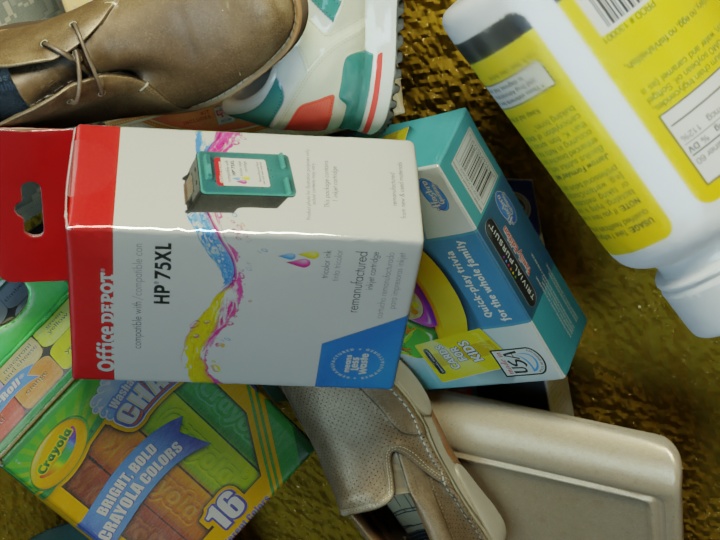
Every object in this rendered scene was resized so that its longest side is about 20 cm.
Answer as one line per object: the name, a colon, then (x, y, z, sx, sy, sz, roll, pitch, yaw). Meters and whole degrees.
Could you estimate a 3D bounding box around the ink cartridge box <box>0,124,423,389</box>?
ink cartridge box: (-0.077, -0.005, 0.753, 0.199, 0.067, 0.116, 2, 140, -6)

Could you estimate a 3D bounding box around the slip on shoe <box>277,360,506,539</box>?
slip on shoe: (0.008, 0.109, 0.882, 0.076, 0.061, 0.200, -15, 119, 39)

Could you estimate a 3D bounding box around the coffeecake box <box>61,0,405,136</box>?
coffeecake box: (-0.076, -0.163, 0.815, 0.153, 0.073, 0.201, -15, 113, 5)

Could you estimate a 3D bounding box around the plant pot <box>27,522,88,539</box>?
plant pot: (-0.181, 0.261, 1.123, 0.200, 0.142, 0.141, -2, 138, 44)

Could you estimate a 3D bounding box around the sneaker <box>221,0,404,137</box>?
sneaker: (-0.029, -0.156, 0.741, 0.093, 0.070, 0.200, -3, 116, -9)

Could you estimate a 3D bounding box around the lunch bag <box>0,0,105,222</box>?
lunch bag: (-0.203, -0.122, 0.873, 0.117, 0.200, 0.164, -7, 115, 33)

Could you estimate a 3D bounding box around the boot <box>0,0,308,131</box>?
boot: (-0.118, -0.095, 0.732, 0.199, 0.075, 0.074, -14, 106, 26)

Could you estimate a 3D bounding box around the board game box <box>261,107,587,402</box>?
board game box: (0.000, 0.000, 0.861, 0.199, 0.047, 0.151, -8, 129, 36)

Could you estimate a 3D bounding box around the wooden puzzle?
wooden puzzle: (0.103, 0.154, 0.938, 0.184, 0.037, 0.200, 10, 132, 23)

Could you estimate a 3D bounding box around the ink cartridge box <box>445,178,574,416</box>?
ink cartridge box: (0.069, 0.042, 0.924, 0.094, 0.037, 0.201, 3, 118, 30)

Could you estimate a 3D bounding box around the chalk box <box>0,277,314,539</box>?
chalk box: (-0.145, 0.064, 0.881, 0.200, 0.124, 0.124, 48, 172, -38)

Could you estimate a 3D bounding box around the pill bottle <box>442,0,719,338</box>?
pill bottle: (0.140, -0.074, 0.756, 0.114, 0.114, 0.200, -31, 100, 40)

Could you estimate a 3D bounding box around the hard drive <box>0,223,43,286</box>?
hard drive: (-0.192, 0.081, 1.101, 0.200, 0.038, 0.140, 47, 131, -4)
